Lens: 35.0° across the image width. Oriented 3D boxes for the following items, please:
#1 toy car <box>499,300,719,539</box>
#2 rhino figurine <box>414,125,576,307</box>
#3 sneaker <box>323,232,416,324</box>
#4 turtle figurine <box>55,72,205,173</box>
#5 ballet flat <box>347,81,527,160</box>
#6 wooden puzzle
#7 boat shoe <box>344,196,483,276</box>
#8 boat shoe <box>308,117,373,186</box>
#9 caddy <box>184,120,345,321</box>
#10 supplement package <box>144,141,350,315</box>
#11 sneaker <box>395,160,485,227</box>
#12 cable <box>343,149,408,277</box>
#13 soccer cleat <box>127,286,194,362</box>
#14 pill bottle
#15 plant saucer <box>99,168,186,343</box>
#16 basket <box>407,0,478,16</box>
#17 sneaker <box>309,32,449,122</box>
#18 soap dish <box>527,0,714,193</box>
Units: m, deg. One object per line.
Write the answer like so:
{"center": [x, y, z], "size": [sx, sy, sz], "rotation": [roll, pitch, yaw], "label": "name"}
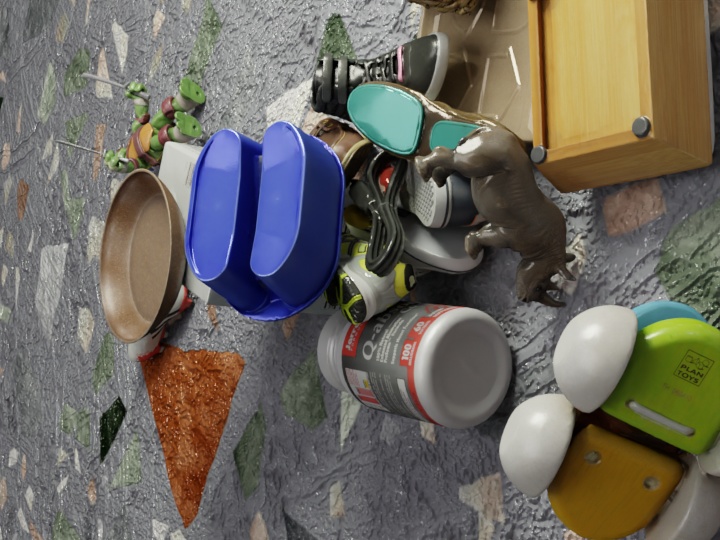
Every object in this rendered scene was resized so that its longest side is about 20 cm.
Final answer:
{"center": [0.216, 0.108, 0.891], "size": [0.150, 0.175, 0.200], "rotation": [-70, 5, -62], "label": "toy car"}
{"center": [0.134, -0.042, 1.014], "size": [0.087, 0.200, 0.060], "rotation": [-27, 23, 18], "label": "rhino figurine"}
{"center": [0.000, 0.000, 1.183], "size": [0.200, 0.076, 0.076], "rotation": [-130, 25, -63], "label": "sneaker"}
{"center": [-0.340, -0.222, 1.715], "size": [0.194, 0.144, 0.200], "rotation": [-22, 109, 33], "label": "turtle figurine"}
{"center": [0.078, -0.135, 1.100], "size": [0.200, 0.072, 0.068], "rotation": [21, 104, 38], "label": "ballet flat"}
{"center": [0.136, -0.223, 1.134], "size": [0.200, 0.046, 0.186], "rotation": [15, 98, 51], "label": "wooden puzzle"}
{"center": [0.054, -0.027, 1.204], "size": [0.200, 0.072, 0.066], "rotation": [21, 134, 42], "label": "boat shoe"}
{"center": [-0.030, -0.129, 1.251], "size": [0.072, 0.067, 0.200], "rotation": [-57, 4, 9], "label": "boat shoe"}
{"center": [-0.089, -0.052, 1.129], "size": [0.141, 0.105, 0.201], "rotation": [-4, 71, 24], "label": "caddy"}
{"center": [-0.117, -0.049, 1.337], "size": [0.191, 0.199, 0.148], "rotation": [30, 109, 53], "label": "supplement package"}
{"center": [0.087, -0.090, 1.160], "size": [0.200, 0.079, 0.079], "rotation": [-115, 27, -65], "label": "sneaker"}
{"center": [0.030, -0.058, 1.128], "size": [0.097, 0.050, 0.200], "rotation": [-46, 28, 11], "label": "cable"}
{"center": [-0.324, 0.073, 1.723], "size": [0.200, 0.085, 0.069], "rotation": [-46, 49, 42], "label": "soccer cleat"}
{"center": [0.047, 0.089, 1.149], "size": [0.200, 0.116, 0.116], "rotation": [3, 88, 55], "label": "pill bottle"}
{"center": [-0.247, -0.015, 1.313], "size": [0.200, 0.037, 0.201], "rotation": [-13, 75, 55], "label": "plant saucer"}
{"center": [0.074, -0.373, 1.101], "size": [0.200, 0.149, 0.143], "rotation": [-57, 37, 2], "label": "basket"}
{"center": [0.012, -0.196, 1.168], "size": [0.200, 0.099, 0.071], "rotation": [156, 120, -62], "label": "sneaker"}
{"center": [0.214, -0.176, 0.964], "size": [0.157, 0.081, 0.201], "rotation": [-8, 81, 51], "label": "soap dish"}
